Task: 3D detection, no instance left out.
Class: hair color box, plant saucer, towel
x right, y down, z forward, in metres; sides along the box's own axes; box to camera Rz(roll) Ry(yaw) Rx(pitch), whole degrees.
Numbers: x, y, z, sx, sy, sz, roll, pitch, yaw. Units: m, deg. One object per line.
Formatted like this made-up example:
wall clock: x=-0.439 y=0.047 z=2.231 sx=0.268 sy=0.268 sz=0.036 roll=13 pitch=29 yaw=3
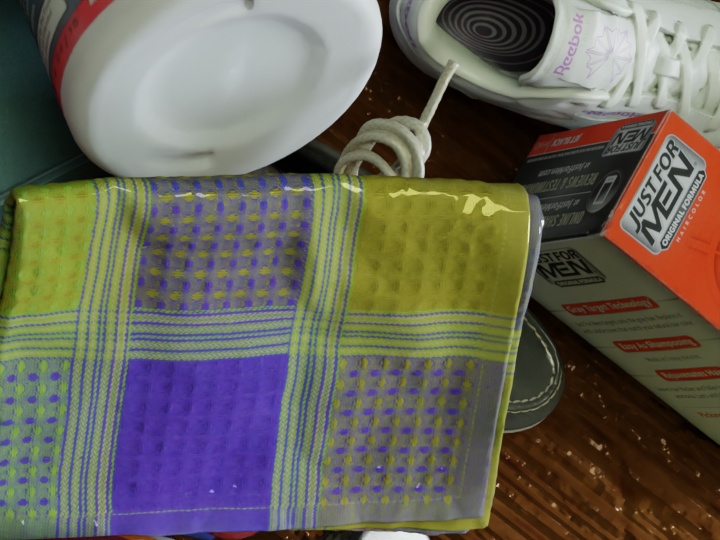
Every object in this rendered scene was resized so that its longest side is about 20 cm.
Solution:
hair color box: x=0.153 y=0.023 z=1.158 sx=0.200 sy=0.101 sz=0.061 roll=37 pitch=72 yaw=-21
plant saucer: x=-0.166 y=-0.114 z=1.137 sx=0.070 sy=0.019 sz=0.201 roll=-28 pitch=90 yaw=-22
towel: x=-0.035 y=0.033 z=1.028 sx=0.199 sy=0.023 sz=0.144 roll=2 pitch=117 yaw=-21

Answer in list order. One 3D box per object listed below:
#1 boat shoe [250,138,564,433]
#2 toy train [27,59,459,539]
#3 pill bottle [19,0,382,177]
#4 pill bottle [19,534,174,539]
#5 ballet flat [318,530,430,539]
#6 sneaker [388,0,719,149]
boat shoe: x=0.000 y=0.000 z=1.149 sx=0.199 sy=0.057 sz=0.067 roll=33 pitch=70 yaw=-10
toy train: x=-0.057 y=-0.005 z=1.056 sx=0.115 sy=0.085 sz=0.201 roll=15 pitch=112 yaw=-38
pill bottle: x=-0.079 y=-0.142 z=1.093 sx=0.119 sy=0.120 sz=0.201 roll=-11 pitch=56 yaw=-21
pill bottle: x=-0.146 y=0.146 z=0.971 sx=0.199 sy=0.113 sz=0.114 roll=0 pitch=78 yaw=-32
ballet flat: x=-0.015 y=0.187 z=1.116 sx=0.067 sy=0.046 sz=0.201 roll=17 pitch=78 yaw=-38
sneaker: x=0.106 y=-0.075 z=1.163 sx=0.199 sy=0.100 sz=0.075 roll=13 pitch=97 yaw=0
